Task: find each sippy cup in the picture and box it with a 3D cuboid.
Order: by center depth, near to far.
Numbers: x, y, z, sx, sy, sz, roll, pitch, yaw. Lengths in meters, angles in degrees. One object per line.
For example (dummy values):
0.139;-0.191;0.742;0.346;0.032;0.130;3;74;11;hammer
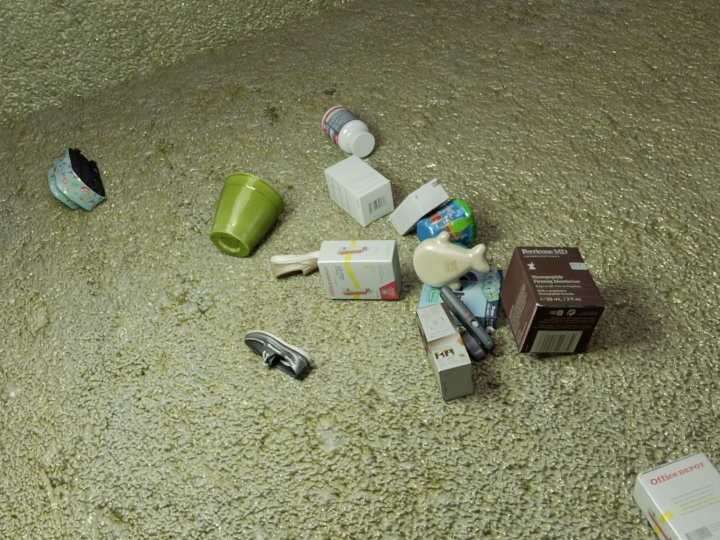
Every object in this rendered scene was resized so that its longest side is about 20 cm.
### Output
0.230;-0.113;1.904;0.130;0.178;0.140;-23;59;-19;sippy cup

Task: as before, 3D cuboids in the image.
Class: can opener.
0.255;0.118;1.673;0.078;0.063;0.201;-26;73;-20;can opener

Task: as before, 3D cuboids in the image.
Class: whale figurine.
0.235;-0.031;1.755;0.199;0.160;0.104;-7;21;29;whale figurine

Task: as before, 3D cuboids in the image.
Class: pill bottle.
-0.039;-0.470;2.362;0.119;0.120;0.200;-27;44;-15;pill bottle

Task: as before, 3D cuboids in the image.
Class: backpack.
-0.960;-0.297;2.351;0.150;0.178;0.200;-41;51;2;backpack

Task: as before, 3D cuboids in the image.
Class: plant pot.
-0.354;-0.152;2.065;0.199;0.201;0.194;10;59;22;plant pot

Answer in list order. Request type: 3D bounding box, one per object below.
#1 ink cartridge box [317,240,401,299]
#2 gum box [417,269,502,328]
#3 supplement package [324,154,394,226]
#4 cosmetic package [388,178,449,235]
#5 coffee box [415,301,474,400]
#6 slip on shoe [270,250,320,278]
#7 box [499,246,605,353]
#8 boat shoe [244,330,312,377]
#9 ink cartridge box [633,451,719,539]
0.000;0.000;1.829;0.198;0.146;0.084;0;45;13;ink cartridge box
0.259;0.065;1.785;0.199;0.045;0.171;2;44;16;gum box
-0.004;-0.246;2.120;0.116;0.118;0.200;-30;46;-18;supplement package
0.162;-0.175;1.949;0.101;0.200;0.074;-34;88;-19;cosmetic package
0.197;0.186;1.621;0.079;0.115;0.201;-14;43;-2;coffee box
-0.154;-0.017;1.959;0.198;0.076;0.061;-5;82;-4;slip on shoe
0.443;0.069;1.629;0.165;0.165;0.201;0;43;-7;box
-0.217;0.208;1.723;0.199;0.073;0.063;19;48;23;boat shoe
0.619;0.454;1.265;0.144;0.084;0.201;-17;43;-6;ink cartridge box
